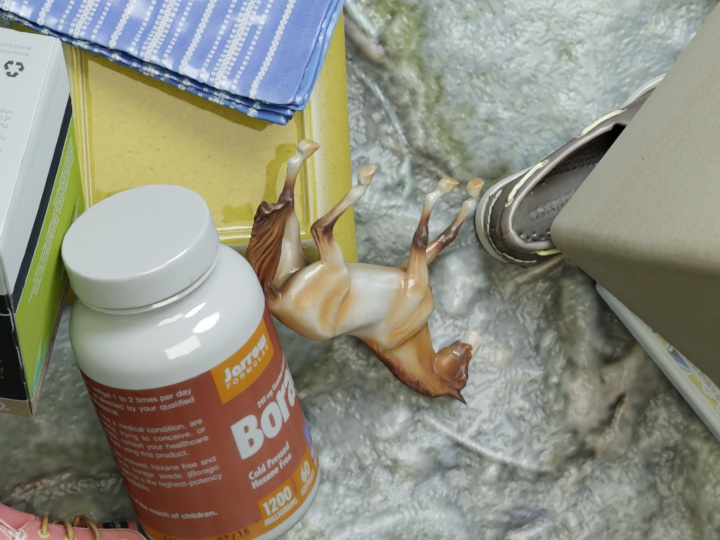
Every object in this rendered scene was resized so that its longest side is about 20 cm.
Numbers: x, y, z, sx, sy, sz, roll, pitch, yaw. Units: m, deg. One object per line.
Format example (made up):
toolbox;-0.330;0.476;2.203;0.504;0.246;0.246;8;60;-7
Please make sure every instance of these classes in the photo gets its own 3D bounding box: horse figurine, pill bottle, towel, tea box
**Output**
horse figurine;0.000;0.000;1.515;0.199;0.050;0.133;10;105;-40
pill bottle;-0.098;0.056;1.456;0.112;0.112;0.201;-24;126;-9
towel;-0.106;-0.177;1.497;0.199;0.024;0.145;20;65;0
tea box;-0.261;-0.035;1.385;0.199;0.197;0.134;10;61;3

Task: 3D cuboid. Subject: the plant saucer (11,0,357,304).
plant saucer;-0.100;-0.085;1.526;0.199;0.048;0.201;-4;93;-11

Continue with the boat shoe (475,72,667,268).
boat shoe;0.164;-0.065;1.569;0.199;0.060;0.072;-28;96;-9

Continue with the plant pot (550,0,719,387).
plant pot;0.266;-0.028;1.483;0.200;0.177;0.200;39;85;-19

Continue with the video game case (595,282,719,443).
video game case;0.269;0.022;1.598;0.182;0.023;0.200;-42;105;-7

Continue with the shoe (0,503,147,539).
shoe;-0.175;0.165;1.509;0.091;0.071;0.200;-42;103;-8
